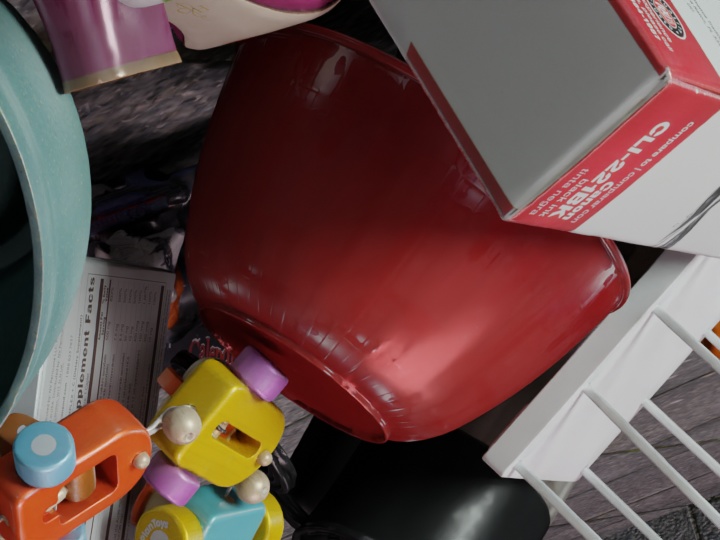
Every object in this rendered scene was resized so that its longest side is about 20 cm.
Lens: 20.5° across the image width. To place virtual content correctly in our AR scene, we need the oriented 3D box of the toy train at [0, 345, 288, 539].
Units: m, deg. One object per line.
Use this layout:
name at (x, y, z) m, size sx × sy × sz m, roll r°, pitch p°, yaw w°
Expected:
toy train at (-0.098, 0.096, 0.816) m, size 0.150 × 0.056 × 0.201 m, roll -36°, pitch 150°, yaw -24°

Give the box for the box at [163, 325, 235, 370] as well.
box at (-0.123, 0.050, 1.207) m, size 0.136 × 0.038 × 0.199 m, roll 3°, pitch 179°, yaw 37°

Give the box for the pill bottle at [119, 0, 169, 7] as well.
pill bottle at (0.013, -0.152, 0.549) m, size 0.198 × 0.112 × 0.111 m, roll -16°, pitch 165°, yaw 2°

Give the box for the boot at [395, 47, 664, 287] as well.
boot at (0.082, -0.050, 0.919) m, size 0.145 × 0.071 × 0.201 m, roll 13°, pitch 148°, yaw 5°

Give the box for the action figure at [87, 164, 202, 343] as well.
action figure at (-0.060, -0.011, 1.012) m, size 0.199 × 0.106 × 0.193 m, roll -18°, pitch 178°, yaw 33°

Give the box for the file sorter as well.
file sorter at (0.180, 0.055, 0.904) m, size 0.200 × 0.125 × 0.139 m, roll -49°, pitch 160°, yaw 9°

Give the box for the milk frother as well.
milk frother at (0.022, 0.063, 1.031) m, size 0.179 × 0.189 × 0.201 m, roll 16°, pitch 150°, yaw 32°

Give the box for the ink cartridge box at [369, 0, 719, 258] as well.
ink cartridge box at (0.100, -0.090, 0.771) m, size 0.084 × 0.145 × 0.199 m, roll -42°, pitch 154°, yaw 26°

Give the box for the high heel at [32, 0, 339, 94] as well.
high heel at (-0.062, -0.128, 0.722) m, size 0.067 × 0.097 × 0.200 m, roll -13°, pitch -171°, yaw 22°

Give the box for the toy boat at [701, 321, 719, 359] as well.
toy boat at (0.211, -0.008, 1.239) m, size 0.199 × 0.132 × 0.130 m, roll -21°, pitch 164°, yaw 20°

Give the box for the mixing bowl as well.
mixing bowl at (0.000, 0.000, 0.832) m, size 0.109 × 0.199 × 0.200 m, roll -54°, pitch 173°, yaw -15°

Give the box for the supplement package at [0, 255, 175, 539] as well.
supplement package at (-0.202, 0.062, 0.879) m, size 0.198 × 0.157 × 0.111 m, roll 7°, pitch 179°, yaw 22°

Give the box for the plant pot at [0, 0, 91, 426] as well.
plant pot at (-0.177, -0.033, 0.698) m, size 0.199 × 0.202 × 0.134 m, roll -21°, pitch -168°, yaw 21°
